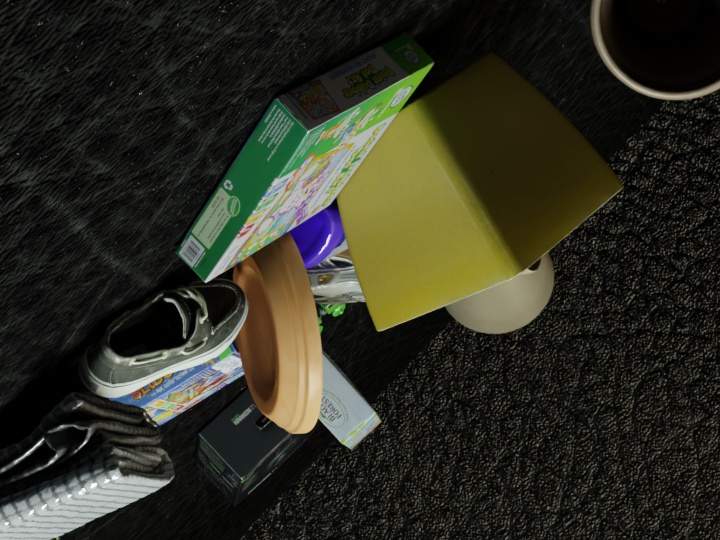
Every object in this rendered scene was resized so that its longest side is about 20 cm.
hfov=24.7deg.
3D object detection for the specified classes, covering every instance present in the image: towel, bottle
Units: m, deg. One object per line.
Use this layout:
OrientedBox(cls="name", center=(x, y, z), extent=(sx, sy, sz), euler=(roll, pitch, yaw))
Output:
OrientedBox(cls="towel", center=(-0.270, 0.179, 1.455), extent=(0.165, 0.086, 0.200), euler=(-25, 168, 6))
OrientedBox(cls="bottle", center=(-0.016, -0.060, 1.655), extent=(0.084, 0.065, 0.200), euler=(-50, 170, 27))

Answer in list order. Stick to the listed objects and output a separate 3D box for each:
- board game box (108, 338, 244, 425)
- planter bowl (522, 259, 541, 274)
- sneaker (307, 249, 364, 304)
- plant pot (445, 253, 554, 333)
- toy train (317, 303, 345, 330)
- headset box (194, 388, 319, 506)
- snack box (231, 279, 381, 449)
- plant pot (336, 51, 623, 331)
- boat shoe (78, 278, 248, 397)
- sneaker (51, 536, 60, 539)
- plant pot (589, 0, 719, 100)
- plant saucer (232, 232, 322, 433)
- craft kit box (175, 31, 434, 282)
OrientedBox(cls="board game box", center=(-0.178, 0.110, 1.707), extent=(0.135, 0.035, 0.200), euler=(-31, 172, 0))
OrientedBox(cls="planter bowl", center=(0.100, -0.074, 1.805), extent=(0.134, 0.202, 0.200), euler=(-19, 180, 19))
OrientedBox(cls="sneaker", center=(0.000, 0.000, 1.749), extent=(0.088, 0.198, 0.076), euler=(119, -24, -75))
OrientedBox(cls="plant pot", center=(0.200, -0.026, 2.533), extent=(0.187, 0.187, 0.200), euler=(-43, 157, -9))
OrientedBox(cls="toy train", center=(-0.032, 0.029, 2.096), extent=(0.200, 0.042, 0.056), euler=(-44, 161, -7))
OrientedBox(cls="headset box", center=(-0.140, 0.224, 2.325), extent=(0.174, 0.093, 0.200), euler=(-42, 170, -19))
OrientedBox(cls="snack box", center=(-0.063, 0.095, 1.720), extent=(0.053, 0.200, 0.142), euler=(-42, 172, -2))
OrientedBox(cls="plant pot", center=(0.090, -0.086, 1.552), extent=(0.199, 0.177, 0.200), euler=(-23, -171, 47))
OrientedBox(cls="boat shoe", center=(-0.164, 0.051, 1.478), extent=(0.200, 0.071, 0.064), euler=(-33, 167, -47))
OrientedBox(cls="sneaker", center=(-0.310, 0.233, 1.597), extent=(0.200, 0.087, 0.074), euler=(-44, 171, -7))
OrientedBox(cls="plant pot", center=(0.361, -0.310, 1.918), extent=(0.200, 0.200, 0.175), euler=(-46, -172, 13))
OrientedBox(cls="plant saucer", center=(-0.083, 0.056, 1.553), extent=(0.037, 0.202, 0.200), euler=(-9, 158, -19))
OrientedBox(cls="craft kit box", center=(-0.047, -0.098, 1.415), extent=(0.197, 0.048, 0.200), euler=(-39, 170, -49))
